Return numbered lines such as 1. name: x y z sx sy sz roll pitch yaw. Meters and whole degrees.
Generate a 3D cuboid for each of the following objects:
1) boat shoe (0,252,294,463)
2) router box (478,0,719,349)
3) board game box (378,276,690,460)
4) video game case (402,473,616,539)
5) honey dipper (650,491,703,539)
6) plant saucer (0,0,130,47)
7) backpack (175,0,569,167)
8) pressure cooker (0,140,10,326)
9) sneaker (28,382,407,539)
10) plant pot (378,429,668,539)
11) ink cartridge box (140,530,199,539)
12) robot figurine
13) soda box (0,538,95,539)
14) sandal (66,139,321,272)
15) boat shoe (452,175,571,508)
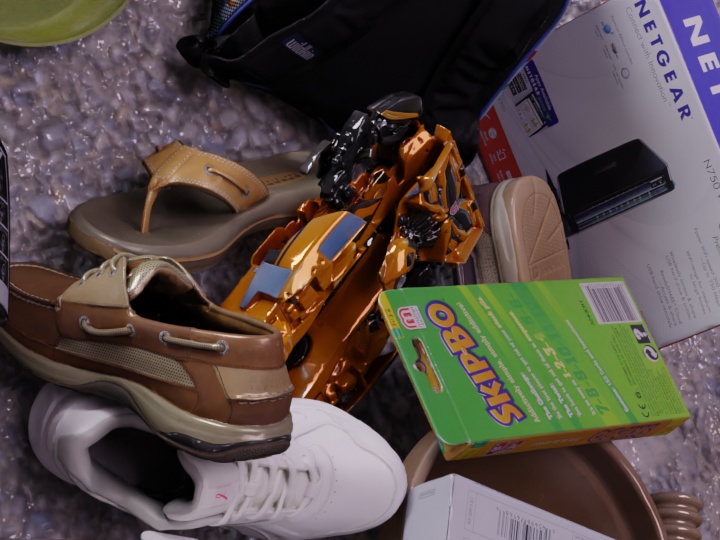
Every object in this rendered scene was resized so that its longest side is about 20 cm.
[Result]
1. boat shoe: -0.105 0.027 1.266 0.075 0.199 0.074 -13 119 -49
2. router box: 0.162 -0.055 1.519 0.049 0.179 0.201 -19 85 -42
3. board game box: 0.093 0.052 1.407 0.199 0.030 0.096 -1 59 -45
4. video game case: 0.102 0.225 1.331 0.199 0.045 0.182 24 59 -30
5. honey dipper: 0.181 0.233 1.524 0.038 0.038 0.201 20 66 -32
6. plant saucer: -0.203 -0.211 1.383 0.199 0.031 0.201 15 65 -35
7. backpack: 0.026 -0.171 1.446 0.199 0.190 0.155 22 49 -31
8. pressure cooker: -0.251 0.004 1.170 0.175 0.179 0.201 4 70 -17
9. sneaker: -0.068 0.107 1.292 0.198 0.099 0.078 8 102 -13
10. plant pot: 0.076 0.179 1.418 0.200 0.093 0.202 15 65 -33
11. ink cartridge box: -0.050 0.225 1.235 0.128 0.125 0.201 14 65 -34
12. robot figurine: 0.000 0.000 1.403 0.200 0.058 0.145 -51 142 -24
13. soda box: -0.171 0.163 1.161 0.063 0.198 0.070 63 30 -61
14. sandal: -0.082 -0.046 1.379 0.199 0.080 0.054 -20 125 -46
15. boat shoe: 0.089 0.045 1.499 0.072 0.064 0.202 -19 104 -49
